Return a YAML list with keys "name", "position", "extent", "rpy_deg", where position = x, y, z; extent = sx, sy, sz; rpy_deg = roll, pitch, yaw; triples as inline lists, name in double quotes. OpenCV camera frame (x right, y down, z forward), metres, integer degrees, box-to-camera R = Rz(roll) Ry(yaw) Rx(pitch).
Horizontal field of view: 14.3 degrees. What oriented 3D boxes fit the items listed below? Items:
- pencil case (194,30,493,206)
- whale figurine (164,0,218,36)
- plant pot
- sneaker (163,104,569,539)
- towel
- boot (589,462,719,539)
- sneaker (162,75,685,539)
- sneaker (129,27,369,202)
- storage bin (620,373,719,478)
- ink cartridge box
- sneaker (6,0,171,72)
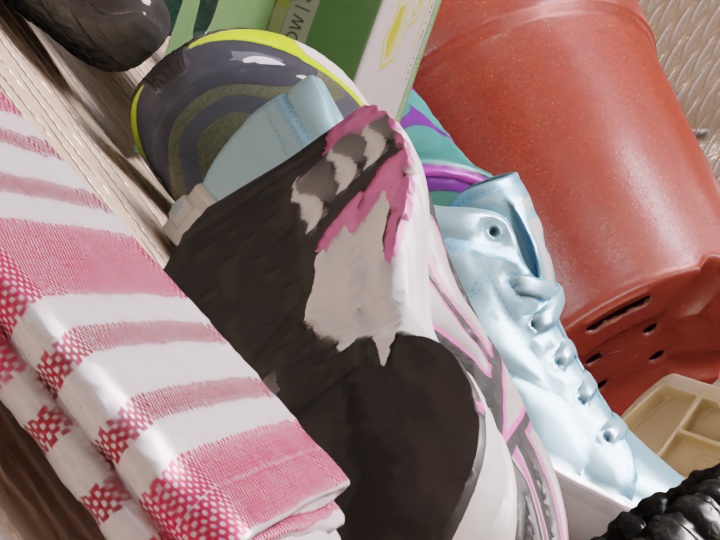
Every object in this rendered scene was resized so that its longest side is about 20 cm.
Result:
- name: "pencil case"
  position: [-0.008, -0.057, 1.224]
  extent: [0.092, 0.085, 0.200]
  rpy_deg: [24, 20, -34]
- name: "whale figurine"
  position: [-0.108, -0.172, 1.066]
  extent: [0.200, 0.159, 0.104]
  rpy_deg: [43, 47, -2]
- name: "plant pot"
  position: [0.084, -0.030, 1.366]
  extent: [0.196, 0.200, 0.201]
  rpy_deg: [62, 10, 29]
- name: "sneaker"
  position: [0.006, 0.040, 0.720]
  extent: [0.086, 0.080, 0.200]
  rpy_deg: [53, 14, -32]
- name: "towel"
  position: [-0.080, -0.013, 0.550]
  extent: [0.200, 0.030, 0.146]
  rpy_deg: [48, 4, 6]
- name: "boot"
  position: [0.131, 0.119, 0.774]
  extent: [0.158, 0.079, 0.211]
  rpy_deg: [52, 33, 10]
- name: "sneaker"
  position: [0.040, 0.016, 0.874]
  extent: [0.200, 0.082, 0.074]
  rpy_deg: [36, 6, -3]
- name: "sneaker"
  position: [0.000, 0.000, 0.949]
  extent: [0.200, 0.074, 0.081]
  rpy_deg: [46, 9, -30]
- name: "storage bin"
  position: [0.196, 0.157, 1.234]
  extent: [0.200, 0.094, 0.198]
  rpy_deg: [48, -9, -17]
- name: "ink cartridge box"
  position: [-0.009, -0.106, 1.024]
  extent: [0.048, 0.146, 0.200]
  rpy_deg: [22, 11, 9]
- name: "sneaker"
  position: [-0.109, -0.149, 0.966]
  extent: [0.200, 0.091, 0.076]
  rpy_deg: [54, 4, 33]
